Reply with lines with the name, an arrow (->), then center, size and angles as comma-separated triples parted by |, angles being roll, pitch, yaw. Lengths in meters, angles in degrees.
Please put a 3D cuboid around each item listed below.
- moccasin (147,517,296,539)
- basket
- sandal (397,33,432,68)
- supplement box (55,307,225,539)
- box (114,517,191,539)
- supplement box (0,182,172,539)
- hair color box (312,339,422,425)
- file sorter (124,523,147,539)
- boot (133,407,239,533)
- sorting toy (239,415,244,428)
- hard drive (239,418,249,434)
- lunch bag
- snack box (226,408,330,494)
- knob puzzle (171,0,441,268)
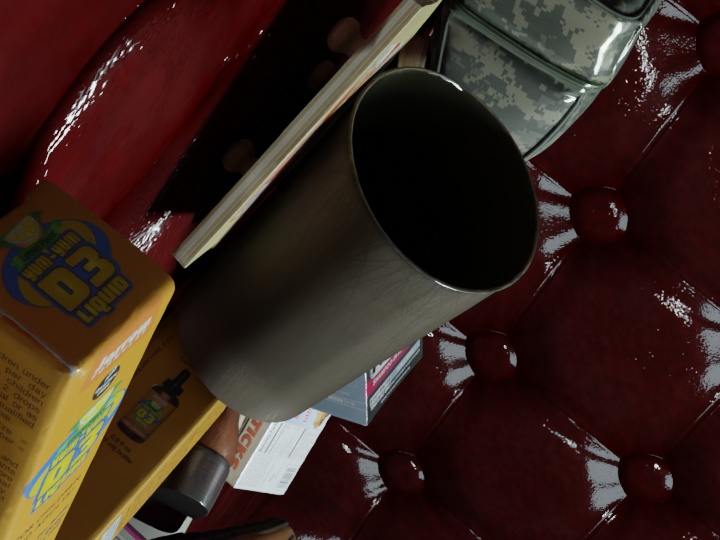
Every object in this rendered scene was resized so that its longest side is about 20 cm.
moccasin -> -0.124, 0.234, 0.908 | 0.199, 0.079, 0.073 | -15, 174, 29
basket -> -0.011, -0.004, 0.741 | 0.199, 0.136, 0.181 | -39, -172, 37
sandal -> 0.017, -0.091, 0.956 | 0.078, 0.068, 0.214 | -63, 161, -48
supplement box -> -0.154, 0.116, 0.757 | 0.200, 0.066, 0.069 | -48, 173, -36
box -> -0.213, 0.257, 1.101 | 0.082, 0.068, 0.201 | -48, 172, -43
supplement box -> -0.143, 0.066, 0.476 | 0.067, 0.068, 0.201 | -49, 171, -51
hair color box -> 0.000, 0.000, 0.902 | 0.099, 0.060, 0.203 | -46, 141, -48
file sorter -> -0.215, 0.269, 0.814 | 0.140, 0.125, 0.200 | -57, 170, 30
boot -> -0.123, 0.089, 0.930 | 0.188, 0.068, 0.202 | -38, -154, 59
sorting toy -> -0.096, 0.089, 1.039 | 0.202, 0.036, 0.185 | -60, -177, -5
hard drive -> -0.101, 0.138, 1.217 | 0.141, 0.038, 0.200 | -60, -174, -16
lunch bag -> 0.134, -0.181, 0.906 | 0.200, 0.138, 0.169 | -53, 170, -49
snack box -> -0.040, 0.093, 1.014 | 0.072, 0.024, 0.202 | 23, 100, -54
knob puzzle -> -0.029, -0.093, 0.688 | 0.220, 0.030, 0.220 | -47, -177, 4
